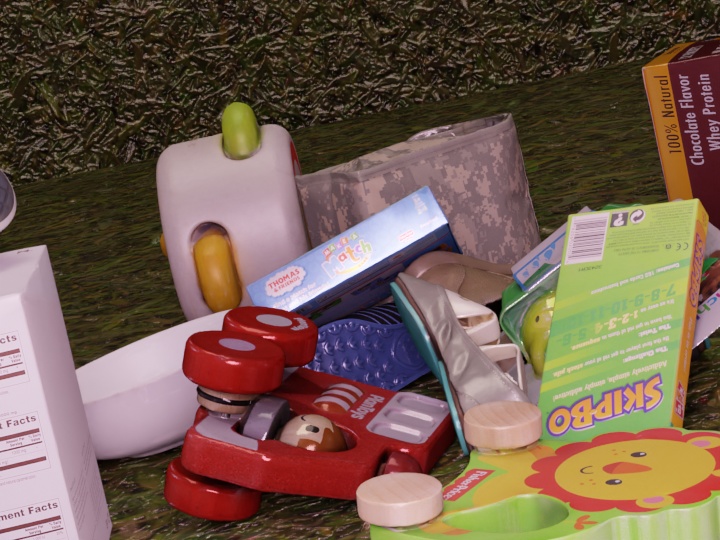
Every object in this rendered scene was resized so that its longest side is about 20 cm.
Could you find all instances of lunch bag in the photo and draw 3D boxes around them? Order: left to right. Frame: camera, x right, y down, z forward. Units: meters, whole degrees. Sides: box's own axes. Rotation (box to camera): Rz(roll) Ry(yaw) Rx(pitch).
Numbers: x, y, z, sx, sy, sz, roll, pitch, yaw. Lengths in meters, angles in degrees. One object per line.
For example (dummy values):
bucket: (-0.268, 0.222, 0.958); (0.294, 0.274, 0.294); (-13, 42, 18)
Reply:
lunch bag: (0.064, -0.031, 1.873); (0.199, 0.165, 0.117); (-19, 9, -32)

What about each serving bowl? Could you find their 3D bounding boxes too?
serving bowl: (-0.150, 0.095, 1.700); (0.199, 0.066, 0.200); (-20, 10, 4)

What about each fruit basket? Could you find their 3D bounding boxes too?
fruit basket: (0.173, 0.028, 1.527); (0.185, 0.094, 0.200); (-39, 15, 3)

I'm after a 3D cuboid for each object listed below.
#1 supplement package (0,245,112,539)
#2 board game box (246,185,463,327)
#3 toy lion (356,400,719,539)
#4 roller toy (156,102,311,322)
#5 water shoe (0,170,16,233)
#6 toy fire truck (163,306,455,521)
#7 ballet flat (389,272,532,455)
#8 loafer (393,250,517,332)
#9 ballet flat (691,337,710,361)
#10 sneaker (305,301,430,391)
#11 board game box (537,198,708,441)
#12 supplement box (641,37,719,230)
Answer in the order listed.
supplement package: (-0.252, 0.109, 1.406); (0.146, 0.201, 0.191); (-12, 10, -1)
board game box: (0.000, 0.000, 1.679); (0.151, 0.037, 0.200); (-29, -9, 2)
toy lion: (0.123, 0.131, 1.257); (0.191, 0.069, 0.200); (3, 18, 32)
roller toy: (-0.117, -0.034, 2.069); (0.139, 0.201, 0.183); (-12, -25, 2)
water shoe: (-0.310, -0.006, 1.405); (0.199, 0.072, 0.079); (-20, -15, -26)
toy fire truck: (-0.030, 0.104, 1.468); (0.167, 0.113, 0.200); (12, 13, 11)
ballet flat: (0.074, 0.058, 1.522); (0.063, 0.068, 0.200); (-22, 34, -2)
loafer: (0.114, 0.035, 1.678); (0.199, 0.076, 0.068); (4, 40, -36)
ballet flat: (0.221, 0.024, 1.679); (0.068, 0.068, 0.200); (-18, 9, 10)
sneaker: (0.017, 0.062, 1.737); (0.199, 0.070, 0.078); (-16, -1, -23)
board game box: (0.167, 0.047, 1.442); (0.095, 0.030, 0.201); (-7, 52, 29)
supplement box: (0.352, -0.094, 1.783); (0.199, 0.198, 0.133); (-9, 11, 23)
